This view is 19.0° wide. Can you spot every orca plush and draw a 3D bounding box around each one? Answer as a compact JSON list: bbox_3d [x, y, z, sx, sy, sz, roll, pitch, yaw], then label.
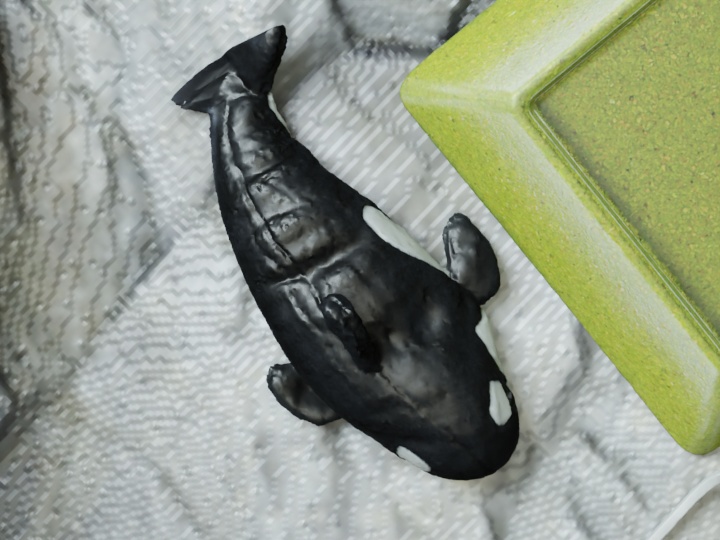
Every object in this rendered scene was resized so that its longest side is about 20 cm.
[{"bbox_3d":[0.000,0.000,0.838,0.105,0.071,0.200,-20,96,2],"label":"orca plush"}]

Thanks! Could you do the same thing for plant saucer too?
[{"bbox_3d":[0.152,-0.057,0.846,0.200,0.048,0.200,-39,96,3],"label":"plant saucer"}]

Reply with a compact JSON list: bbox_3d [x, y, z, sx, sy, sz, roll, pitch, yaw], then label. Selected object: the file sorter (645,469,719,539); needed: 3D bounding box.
[{"bbox_3d":[0.179,0.188,0.830,0.200,0.139,0.125,41,92,-5],"label":"file sorter"}]
